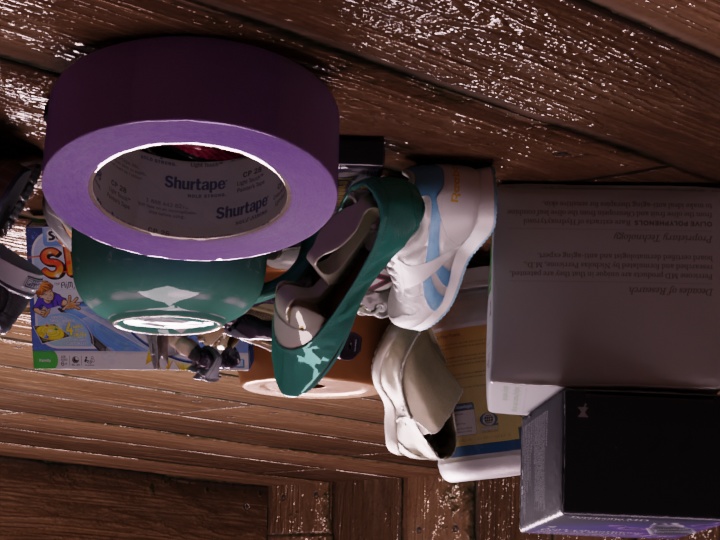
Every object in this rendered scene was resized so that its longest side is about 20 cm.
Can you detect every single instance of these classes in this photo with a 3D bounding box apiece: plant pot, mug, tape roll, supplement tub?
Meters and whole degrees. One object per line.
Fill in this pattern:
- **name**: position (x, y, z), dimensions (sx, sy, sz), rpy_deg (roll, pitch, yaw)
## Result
- **plant pot**: position (-0.042, 0.043, 2.000), dimensions (0.199, 0.141, 0.200), rpy_deg (1, 168, 0)
- **mug**: position (-0.133, -0.013, 1.652), dimensions (0.184, 0.115, 0.152), rpy_deg (-1, 168, 10)
- **tape roll**: position (-0.114, -0.079, 1.443), dimensions (0.199, 0.066, 0.200), rpy_deg (1, 153, 0)
- **supplement tub**: position (0.137, 0.100, 2.072), dimensions (0.144, 0.201, 0.145), rpy_deg (-7, 174, -1)

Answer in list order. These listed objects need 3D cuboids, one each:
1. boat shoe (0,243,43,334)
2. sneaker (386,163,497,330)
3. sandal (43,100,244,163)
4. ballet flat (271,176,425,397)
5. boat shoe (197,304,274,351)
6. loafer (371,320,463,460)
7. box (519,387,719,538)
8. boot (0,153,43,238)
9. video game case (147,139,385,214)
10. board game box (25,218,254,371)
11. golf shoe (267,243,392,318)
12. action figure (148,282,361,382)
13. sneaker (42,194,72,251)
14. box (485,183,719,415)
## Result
- **boat shoe**: position (-0.344, -0.017, 1.694), dimensions (0.200, 0.068, 0.072), rpy_deg (32, -176, 17)
- **sneaker**: position (0.049, -0.023, 1.747), dimensions (0.080, 0.077, 0.200), rpy_deg (6, 143, -13)
- **sandal**: position (-0.130, -0.095, 1.542), dimensions (0.199, 0.045, 0.075), rpy_deg (2, 168, -4)
- **ballet flat**: position (-0.028, 0.007, 1.652), dimensions (0.070, 0.200, 0.067), rpy_deg (18, -159, -45)
- **boat shoe**: position (-0.122, 0.037, 1.836), dimensions (0.199, 0.065, 0.071), rpy_deg (12, -173, 25)
- **loafer**: position (0.058, 0.107, 1.964), dimensions (0.068, 0.076, 0.200), rpy_deg (18, 147, 20)
- **box**: position (0.221, 0.165, 1.786), dimensions (0.147, 0.105, 0.200), rpy_deg (3, 169, -4)
- **boot**: position (-0.307, -0.078, 1.663), dimensions (0.097, 0.075, 0.200), rpy_deg (28, 177, -4)
- **video game case**: position (-0.076, -0.072, 1.706), dimensions (0.180, 0.026, 0.200), rpy_deg (2, 169, -3)
- **board game box**: position (-0.198, 0.021, 1.918), dimensions (0.199, 0.136, 0.034), rpy_deg (0, -166, 5)
- **golf shoe**: position (0.000, 0.000, 1.834), dimensions (0.199, 0.088, 0.077), rpy_deg (1, -173, -32)
- **action figure**: position (-0.102, 0.033, 1.765), dimensions (0.199, 0.131, 0.069), rpy_deg (7, -163, 20)
- **sneaker**: position (-0.223, -0.038, 1.776), dimensions (0.077, 0.079, 0.200), rpy_deg (3, 171, 18)
- **box**: position (0.207, 0.031, 1.822), dimensions (0.199, 0.172, 0.199), rpy_deg (0, 169, 3)
